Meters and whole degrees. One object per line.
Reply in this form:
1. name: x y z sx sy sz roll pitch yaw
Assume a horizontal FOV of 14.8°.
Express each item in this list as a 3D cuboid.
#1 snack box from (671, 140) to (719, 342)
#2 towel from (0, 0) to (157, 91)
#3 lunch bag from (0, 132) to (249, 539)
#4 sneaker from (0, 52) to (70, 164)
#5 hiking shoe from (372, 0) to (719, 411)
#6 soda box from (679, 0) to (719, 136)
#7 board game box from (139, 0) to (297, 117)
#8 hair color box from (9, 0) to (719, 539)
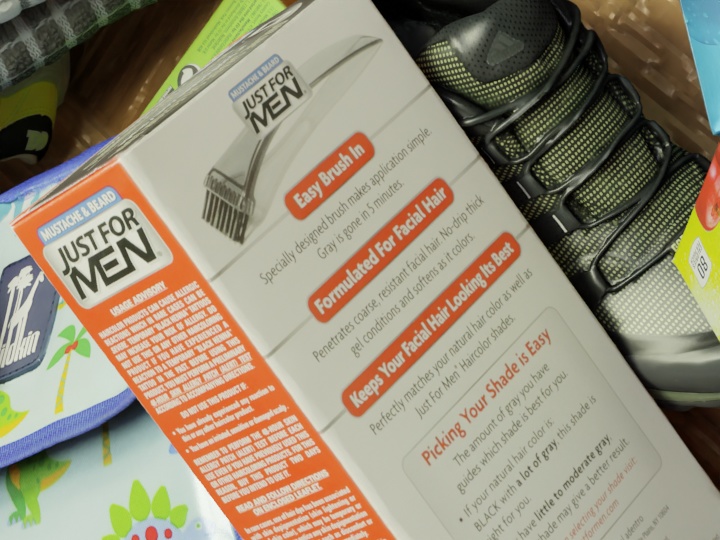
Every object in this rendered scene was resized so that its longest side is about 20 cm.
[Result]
1. snack box: 0.161 -0.019 0.668 0.200 0.068 0.169 105 150 -44
2. towel: -0.133 -0.161 0.935 0.165 0.086 0.200 -32 66 -11
3. lunch bag: -0.066 0.059 0.867 0.170 0.127 0.200 -22 78 40
4. sneaker: -0.193 -0.069 1.008 0.200 0.075 0.077 -5 82 34
5. hiking shoe: 0.052 -0.033 0.817 0.200 0.101 0.076 33 71 24
6. soda box: 0.121 -0.139 0.816 0.064 0.068 0.200 -19 76 30
7. board game box: 0.000 0.000 0.906 0.096 0.030 0.200 -52 59 19
8. hair color box: 0.008 0.031 0.780 0.064 0.111 0.200 -25 103 47
